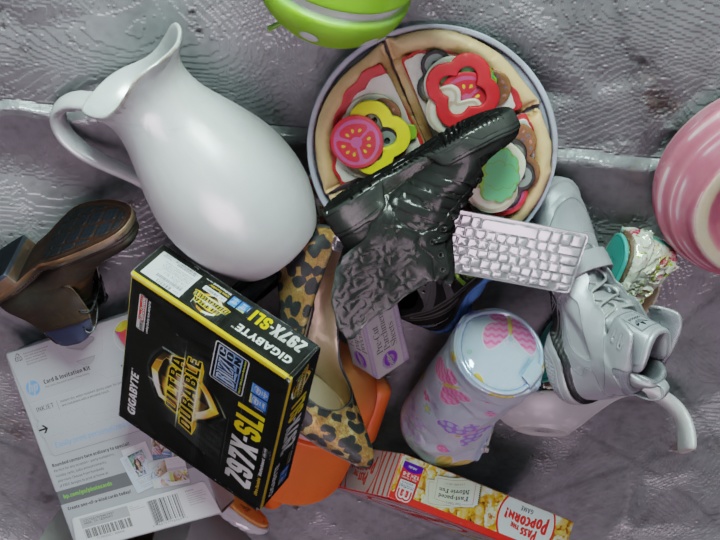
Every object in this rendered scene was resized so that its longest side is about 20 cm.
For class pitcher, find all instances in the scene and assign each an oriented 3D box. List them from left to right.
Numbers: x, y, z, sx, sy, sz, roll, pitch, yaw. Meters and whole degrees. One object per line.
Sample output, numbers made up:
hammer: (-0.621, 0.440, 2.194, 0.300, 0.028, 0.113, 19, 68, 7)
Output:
pitcher: (-0.144, -0.083, 1.225, 0.172, 0.121, 0.200, -14, 126, 43)

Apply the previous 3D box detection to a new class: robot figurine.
robot figurine: (-0.051, 0.140, 1.428, 0.144, 0.117, 0.200, 20, 133, -3)
robot figurine: (-0.006, -0.241, 1.056, 0.175, 0.116, 0.200, 6, 135, -15)

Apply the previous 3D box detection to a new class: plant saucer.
plant saucer: (0.346, -0.064, 1.261, 0.200, 0.051, 0.201, -2, 131, -2)

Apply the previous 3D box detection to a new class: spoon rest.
spoon rest: (0.221, 0.132, 1.456, 0.200, 0.061, 0.099, 9, 165, -5)

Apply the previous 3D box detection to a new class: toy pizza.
toy pizza: (0.057, -0.094, 1.205, 0.200, 0.032, 0.200, 1, 110, 1)

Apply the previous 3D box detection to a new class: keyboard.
keyboard: (0.080, -0.023, 1.215, 0.200, 0.011, 0.056, 10, 124, -9)

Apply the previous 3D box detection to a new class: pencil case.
pencil case: (0.099, 0.111, 1.380, 0.083, 0.091, 0.200, -32, 164, -26)

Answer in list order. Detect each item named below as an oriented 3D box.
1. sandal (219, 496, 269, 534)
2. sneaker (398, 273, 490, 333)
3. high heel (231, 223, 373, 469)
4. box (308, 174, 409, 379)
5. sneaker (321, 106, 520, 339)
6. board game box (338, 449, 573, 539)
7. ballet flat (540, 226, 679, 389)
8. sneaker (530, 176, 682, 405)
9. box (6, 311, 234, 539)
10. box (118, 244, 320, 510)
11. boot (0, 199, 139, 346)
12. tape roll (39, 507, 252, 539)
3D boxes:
sandal: (-0.158, 0.171, 1.462, 0.207, 0.079, 0.059, 37, 93, 8)
sneaker: (0.073, -0.018, 1.303, 0.083, 0.071, 0.200, 9, 137, -17)
high heel: (-0.020, 0.064, 1.277, 0.143, 0.071, 0.200, -38, 88, 33)
box: (0.000, 0.000, 1.309, 0.041, 0.039, 0.200, -31, 126, -27)
sneaker: (0.051, -0.036, 1.170, 0.200, 0.060, 0.104, -29, 103, 7)
board game box: (0.086, 0.228, 1.504, 0.200, 0.046, 0.151, 24, 169, -20)
ballet flat: (0.222, 0.042, 1.363, 0.064, 0.076, 0.200, 8, 137, -22)
sneaker: (0.203, 0.018, 1.267, 0.115, 0.075, 0.200, 1, 104, 52)
box: (-0.223, 0.146, 1.409, 0.156, 0.041, 0.200, -18, 96, 17)
box: (-0.123, 0.093, 1.267, 0.160, 0.049, 0.200, 31, 141, 13)
boot: (-0.237, 0.004, 1.311, 0.200, 0.075, 0.097, -18, 127, 39)
tape roll: (-0.214, 0.310, 1.533, 0.203, 0.203, 0.139, -21, 131, 20)
